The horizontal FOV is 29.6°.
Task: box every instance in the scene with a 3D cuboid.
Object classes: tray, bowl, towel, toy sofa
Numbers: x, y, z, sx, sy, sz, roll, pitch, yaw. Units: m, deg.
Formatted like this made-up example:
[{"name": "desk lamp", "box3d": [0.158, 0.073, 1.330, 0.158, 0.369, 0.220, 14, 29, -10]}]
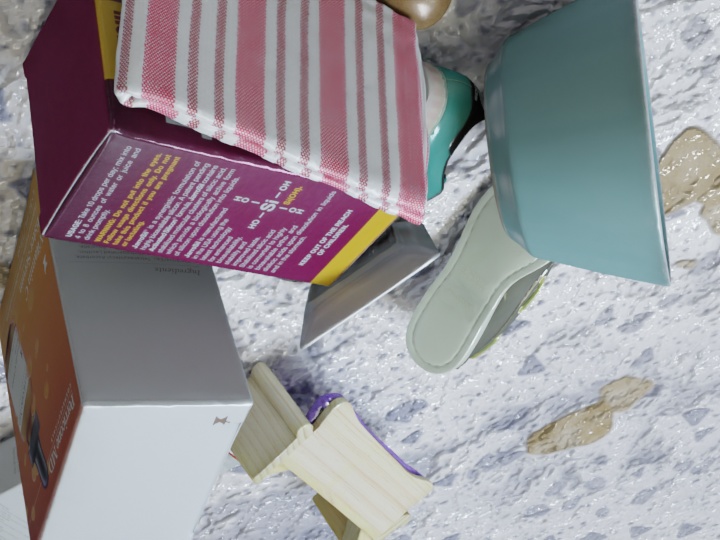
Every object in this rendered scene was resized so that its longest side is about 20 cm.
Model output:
[{"name": "tray", "box3d": [0.000, 0.000, 0.933, 0.107, 0.200, 0.022, -34, 97, 4]}, {"name": "bowl", "box3d": [0.140, -0.085, 0.892, 0.103, 0.203, 0.202, -7, 142, 13]}, {"name": "towel", "box3d": [-0.046, -0.116, 0.765, 0.198, 0.148, 0.030, 21, 139, -27]}, {"name": "toy sofa", "box3d": [-0.028, 0.153, 1.137, 0.097, 0.083, 0.200, -43, 139, 0]}]

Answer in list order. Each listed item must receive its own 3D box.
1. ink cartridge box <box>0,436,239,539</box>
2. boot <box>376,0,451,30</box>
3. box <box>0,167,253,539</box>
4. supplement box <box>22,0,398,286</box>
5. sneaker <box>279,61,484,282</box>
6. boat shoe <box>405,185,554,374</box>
[{"name": "ink cartridge box", "box3d": [-0.206, 0.154, 1.073, 0.198, 0.051, 0.109, -28, 139, 13]}, {"name": "boot", "box3d": [0.031, -0.205, 0.778, 0.073, 0.076, 0.201, -20, 143, -9]}, {"name": "box", "box3d": [-0.160, 0.057, 0.880, 0.105, 0.201, 0.153, 3, 134, -27]}, {"name": "supplement box", "box3d": [-0.085, -0.083, 0.804, 0.198, 0.132, 0.103, 9, 143, -34]}, {"name": "sneaker", "box3d": [0.013, -0.058, 0.935, 0.079, 0.072, 0.200, 10, 136, -40]}, {"name": "boat shoe", "box3d": [0.110, -0.008, 1.039, 0.203, 0.072, 0.060, -54, 160, 18]}]
